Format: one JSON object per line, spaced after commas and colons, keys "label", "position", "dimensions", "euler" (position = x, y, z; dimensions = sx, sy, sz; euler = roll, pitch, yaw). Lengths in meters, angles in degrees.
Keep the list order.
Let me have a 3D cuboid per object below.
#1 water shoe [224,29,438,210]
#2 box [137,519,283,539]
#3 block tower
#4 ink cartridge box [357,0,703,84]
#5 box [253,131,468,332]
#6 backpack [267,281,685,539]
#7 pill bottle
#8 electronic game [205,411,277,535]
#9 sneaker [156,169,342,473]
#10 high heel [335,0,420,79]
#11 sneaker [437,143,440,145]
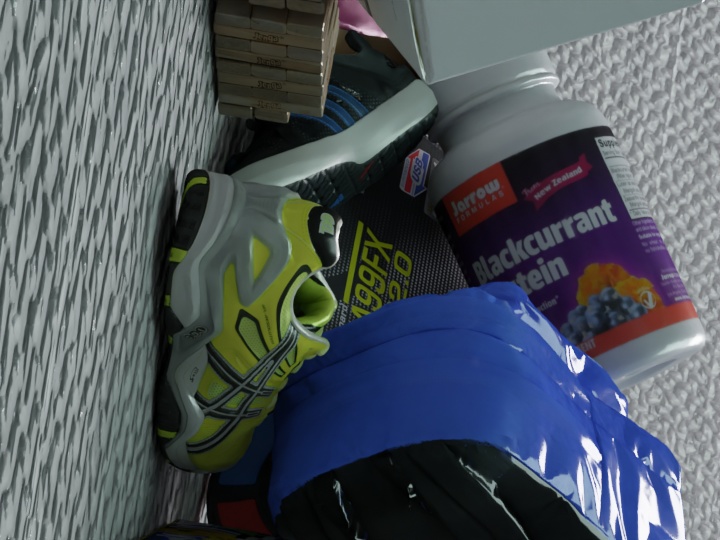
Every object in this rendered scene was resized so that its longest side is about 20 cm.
{"label": "water shoe", "position": [-0.036, -0.069, 1.211], "dimensions": [0.072, 0.079, 0.200], "euler": [-52, 168, 33]}
{"label": "box", "position": [-0.076, 0.161, 1.077], "dimensions": [0.200, 0.064, 0.071], "euler": [33, 66, -86]}
{"label": "block tower", "position": [-0.038, -0.142, 1.047], "dimensions": [0.200, 0.054, 0.058], "euler": [93, 6, -64]}
{"label": "ink cartridge box", "position": [0.057, -0.180, 1.086], "dimensions": [0.200, 0.145, 0.084], "euler": [-122, -163, -55]}
{"label": "box", "position": [0.000, 0.000, 1.290], "dimensions": [0.044, 0.160, 0.201], "euler": [-24, -139, 39]}
{"label": "backpack", "position": [0.046, 0.094, 1.150], "dimensions": [0.200, 0.162, 0.169], "euler": [37, 37, -41]}
{"label": "pill bottle", "position": [0.105, -0.026, 1.293], "dimensions": [0.111, 0.111, 0.201], "euler": [80, -14, -80]}
{"label": "electronic game", "position": [0.010, 0.128, 1.315], "dimensions": [0.200, 0.199, 0.042], "euler": [-77, 167, -53]}
{"label": "sneaker", "position": [-0.052, 0.036, 1.066], "dimensions": [0.200, 0.076, 0.076], "euler": [98, 0, -55]}
{"label": "high heel", "position": [0.003, -0.120, 1.354], "dimensions": [0.200, 0.067, 0.097], "euler": [52, 27, -46]}
{"label": "sneaker", "position": [0.095, 0.003, 1.454], "dimensions": [0.201, 0.070, 0.108], "euler": [62, 10, 3]}
